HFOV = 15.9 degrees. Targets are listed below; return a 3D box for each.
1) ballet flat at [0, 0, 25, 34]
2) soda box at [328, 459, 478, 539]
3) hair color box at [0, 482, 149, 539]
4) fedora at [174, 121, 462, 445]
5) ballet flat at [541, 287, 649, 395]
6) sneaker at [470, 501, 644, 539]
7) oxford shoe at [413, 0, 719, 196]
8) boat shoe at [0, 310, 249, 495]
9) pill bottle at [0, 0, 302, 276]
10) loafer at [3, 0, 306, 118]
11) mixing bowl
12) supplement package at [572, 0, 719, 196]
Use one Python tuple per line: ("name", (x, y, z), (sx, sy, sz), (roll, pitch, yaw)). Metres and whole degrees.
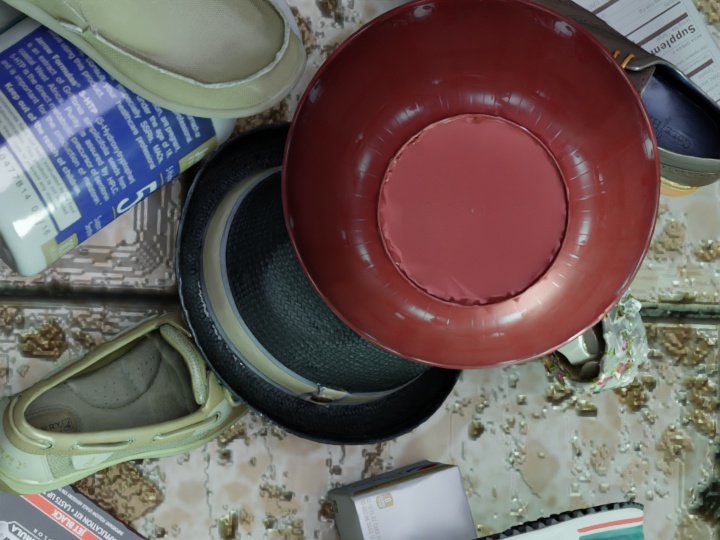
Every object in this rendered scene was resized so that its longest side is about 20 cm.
("ballet flat", (-0.245, -0.137, 1.409), (0.200, 0.064, 0.067), (-41, 53, -10))
("soda box", (0.043, 0.213, 1.475), (0.068, 0.064, 0.201), (-15, 91, -14))
("hair color box", (-0.210, 0.204, 1.414), (0.101, 0.061, 0.201), (36, 81, -10))
("fedora", (0.000, 0.000, 1.427), (0.200, 0.091, 0.202), (9, 73, -34))
("ballet flat", (0.097, -0.019, 1.421), (0.075, 0.064, 0.201), (-28, 97, 30))
("sneaker", (0.075, 0.191, 1.414), (0.199, 0.070, 0.094), (-14, 86, -17))
("oxford shoe", (0.122, -0.111, 1.380), (0.199, 0.073, 0.072), (28, 77, -15))
("boat shoe", (-0.116, 0.063, 1.411), (0.200, 0.063, 0.074), (-18, 76, -36))
("pill bottle", (-0.136, -0.099, 1.413), (0.200, 0.120, 0.120), (-35, 96, -12))
("loafer", (-0.121, -0.144, 1.329), (0.199, 0.068, 0.076), (25, 71, 8))
("mixing bowl", (0.056, -0.038, 1.303), (0.199, 0.108, 0.202), (0, 98, 2))
("supplement package", (0.121, -0.135, 1.480), (0.109, 0.114, 0.201), (-32, 96, -14))
